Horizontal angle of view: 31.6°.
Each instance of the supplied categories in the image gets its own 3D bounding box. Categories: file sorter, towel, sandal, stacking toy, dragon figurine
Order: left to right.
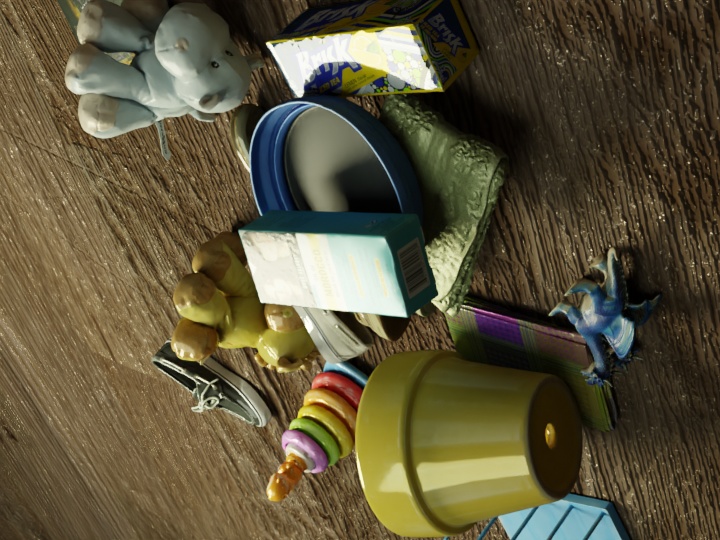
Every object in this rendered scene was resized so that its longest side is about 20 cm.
[{"bbox_3d":[-0.076,-0.097,1.401,0.054,0.080,0.201,-14,115,30],"label":"sandal"},{"bbox_3d":[-0.056,0.217,1.622,0.109,0.200,0.116,34,149,15],"label":"stacking toy"},{"bbox_3d":[0.060,-0.064,1.204,0.148,0.036,0.201,36,136,22],"label":"towel"},{"bbox_3d":[0.184,0.098,1.373,0.199,0.023,0.144,16,140,40],"label":"towel"},{"bbox_3d":[0.220,0.355,1.547,0.199,0.123,0.139,3,132,47],"label":"file sorter"},{"bbox_3d":[0.242,0.040,1.197,0.099,0.059,0.200,39,149,8],"label":"dragon figurine"}]

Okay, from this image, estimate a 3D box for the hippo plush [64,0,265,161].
[{"bbox_3d":[-0.200,-0.196,1.327,0.160,0.159,0.201,8,134,45],"label":"hippo plush"}]

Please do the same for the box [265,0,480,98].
[{"bbox_3d":[0.008,-0.205,1.167,0.199,0.064,0.070,4,131,46],"label":"box"}]

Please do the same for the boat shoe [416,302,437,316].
[{"bbox_3d":[0.055,-0.046,1.305,0.068,0.075,0.201,24,134,31],"label":"boat shoe"}]

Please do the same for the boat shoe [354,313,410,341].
[{"bbox_3d":[0.000,0.000,1.419,0.064,0.071,0.201,18,142,34],"label":"boat shoe"}]

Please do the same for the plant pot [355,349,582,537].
[{"bbox_3d":[0.125,0.181,1.353,0.188,0.201,0.201,-8,124,34],"label":"plant pot"}]

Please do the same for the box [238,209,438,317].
[{"bbox_3d":[-0.024,-0.009,1.197,0.199,0.049,0.083,3,117,44],"label":"box"}]

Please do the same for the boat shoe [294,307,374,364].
[{"bbox_3d":[-0.048,0.022,1.519,0.069,0.071,0.201,-20,111,27],"label":"boat shoe"}]

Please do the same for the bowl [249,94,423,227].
[{"bbox_3d":[-0.023,-0.074,1.222,0.200,0.039,0.202,25,131,33],"label":"bowl"}]

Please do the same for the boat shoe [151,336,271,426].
[{"bbox_3d":[-0.224,0.177,1.896,0.199,0.068,0.074,40,149,6],"label":"boat shoe"}]

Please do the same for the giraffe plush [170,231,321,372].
[{"bbox_3d":[-0.127,0.065,1.583,0.161,0.173,0.201,16,141,15],"label":"giraffe plush"}]

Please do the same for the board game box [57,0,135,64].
[{"bbox_3d":[-0.292,-0.304,1.429,0.135,0.028,0.201,13,137,40],"label":"board game box"}]
